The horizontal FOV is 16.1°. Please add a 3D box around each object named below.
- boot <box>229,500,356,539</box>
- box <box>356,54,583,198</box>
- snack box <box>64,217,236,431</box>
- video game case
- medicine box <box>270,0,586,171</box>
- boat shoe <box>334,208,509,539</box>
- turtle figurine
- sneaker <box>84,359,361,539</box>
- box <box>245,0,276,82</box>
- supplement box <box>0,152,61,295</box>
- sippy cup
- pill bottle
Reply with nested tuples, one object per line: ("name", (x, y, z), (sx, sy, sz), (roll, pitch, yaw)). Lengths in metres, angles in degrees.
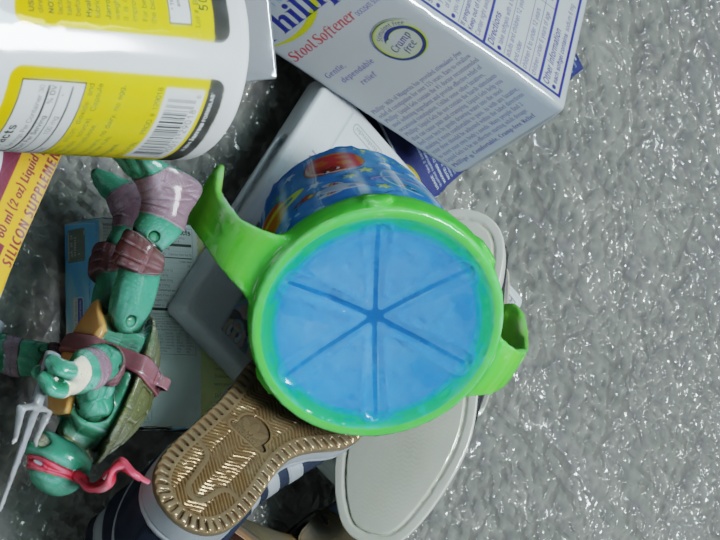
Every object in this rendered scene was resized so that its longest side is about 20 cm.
("boot", (-0.044, 0.167, 1.476), (0.200, 0.075, 0.097), (42, 36, -22))
("box", (0.052, -0.128, 1.598), (0.200, 0.032, 0.121), (-41, 112, -39))
("snack box", (-0.079, 0.034, 1.460), (0.200, 0.037, 0.116), (4, 81, -42))
("video game case", (-0.003, 0.020, 1.489), (0.200, 0.024, 0.182), (48, 55, -26))
("medicine box", (0.031, -0.192, 1.495), (0.200, 0.103, 0.182), (32, 52, -22))
("boat shoe", (0.039, 0.065, 1.463), (0.060, 0.074, 0.200), (54, 49, -71))
("turtle figurine", (-0.147, 0.041, 1.320), (0.101, 0.150, 0.200), (32, 71, -31))
("sneaker", (-0.074, 0.113, 1.383), (0.070, 0.109, 0.200), (46, 37, 7))
("box", (-0.131, -0.194, 1.366), (0.156, 0.041, 0.201), (-6, 98, -6))
("supplement box", (-0.257, -0.077, 1.279), (0.200, 0.086, 0.111), (36, 63, -33))
("sippy cup", (0.000, 0.000, 1.377), (0.139, 0.130, 0.178), (-25, 117, 4))
("pill bottle", (-0.163, -0.112, 1.229), (0.200, 0.111, 0.112), (2, 84, -36))
